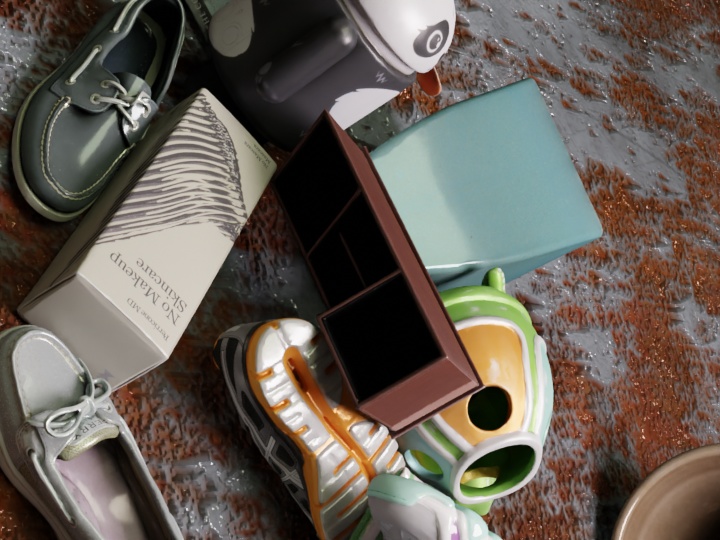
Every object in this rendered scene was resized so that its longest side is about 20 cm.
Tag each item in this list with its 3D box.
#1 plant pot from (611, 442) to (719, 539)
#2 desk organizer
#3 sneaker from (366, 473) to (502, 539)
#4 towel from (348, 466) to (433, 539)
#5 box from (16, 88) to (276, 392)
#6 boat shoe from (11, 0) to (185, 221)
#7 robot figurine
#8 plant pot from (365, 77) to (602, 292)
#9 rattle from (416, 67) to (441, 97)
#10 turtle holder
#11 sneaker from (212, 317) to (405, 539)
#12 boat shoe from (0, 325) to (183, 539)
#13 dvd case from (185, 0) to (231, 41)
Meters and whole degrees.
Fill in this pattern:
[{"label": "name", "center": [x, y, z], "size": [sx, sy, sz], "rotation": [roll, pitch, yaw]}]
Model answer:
[{"label": "plant pot", "center": [0.338, 0.269, 1.122], "size": [0.175, 0.199, 0.201], "rotation": [41, 39, -51]}, {"label": "desk organizer", "center": [0.000, 0.000, 0.848], "size": [0.201, 0.071, 0.077], "rotation": [65, 10, 25]}, {"label": "sneaker", "center": [0.044, 0.233, 0.806], "size": [0.200, 0.078, 0.140], "rotation": [50, 64, -24]}, {"label": "towel", "center": [0.055, 0.244, 0.874], "size": [0.200, 0.023, 0.153], "rotation": [42, 68, -26]}, {"label": "box", "center": [-0.131, -0.024, 0.830], "size": [0.082, 0.068, 0.200], "rotation": [45, 40, -21]}, {"label": "boat shoe", "center": [-0.167, -0.116, 0.849], "size": [0.073, 0.062, 0.201], "rotation": [42, 42, -24]}, {"label": "robot figurine", "center": [-0.027, -0.161, 0.923], "size": [0.125, 0.199, 0.151], "rotation": [37, 29, -45]}, {"label": "plant pot", "center": [0.058, -0.045, 1.011], "size": [0.199, 0.141, 0.142], "rotation": [-19, 83, -45]}, {"label": "rattle", "center": [0.023, -0.235, 1.078], "size": [0.199, 0.143, 0.130], "rotation": [18, 18, -32]}, {"label": "turtle holder", "center": [0.065, 0.102, 0.927], "size": [0.140, 0.186, 0.132], "rotation": [1, 47, -32]}, {"label": "sneaker", "center": [-0.033, 0.112, 0.861], "size": [0.078, 0.077, 0.201], "rotation": [-38, 118, -32]}, {"label": "boat shoe", "center": [-0.147, 0.119, 0.727], "size": [0.074, 0.065, 0.203], "rotation": [-18, 82, -52]}, {"label": "dvd case", "center": [-0.062, -0.280, 0.968], "size": [0.147, 0.199, 0.022], "rotation": [62, 14, -1]}]
